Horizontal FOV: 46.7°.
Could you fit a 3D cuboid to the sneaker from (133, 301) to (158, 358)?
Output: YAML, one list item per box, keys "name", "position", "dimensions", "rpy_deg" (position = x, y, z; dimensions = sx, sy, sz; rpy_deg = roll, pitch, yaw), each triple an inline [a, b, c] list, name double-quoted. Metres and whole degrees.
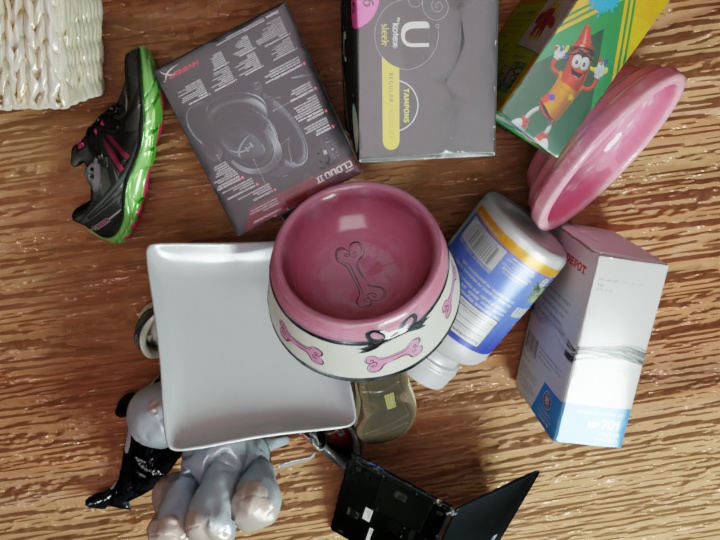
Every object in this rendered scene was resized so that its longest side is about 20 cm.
- name: "sneaker"
  position: [-0.151, 0.047, 0.893]
  dimensions: [0.196, 0.090, 0.069]
  rpy_deg: [-18, 106, 0]

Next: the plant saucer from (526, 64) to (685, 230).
- name: "plant saucer"
  position: [0.237, -0.129, 0.838]
  dimensions: [0.201, 0.200, 0.051]
  rpy_deg: [-46, 73, 8]

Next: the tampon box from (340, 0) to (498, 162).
- name: "tampon box"
  position: [0.048, -0.194, 0.784]
  dimensions: [0.123, 0.200, 0.154]
  rpy_deg: [-3, 106, -3]

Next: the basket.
- name: "basket"
  position: [-0.325, -0.244, 0.742]
  dimensions: [0.157, 0.199, 0.205]
  rpy_deg: [2, 106, -7]

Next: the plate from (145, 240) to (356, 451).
- name: "plate"
  position: [-0.112, 0.070, 0.839]
  dimensions: [0.196, 0.032, 0.204]
  rpy_deg: [-3, 71, -27]

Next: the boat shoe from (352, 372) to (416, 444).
- name: "boat shoe"
  position: [0.020, 0.118, 0.893]
  dimensions: [0.070, 0.077, 0.202]
  rpy_deg: [-13, 147, -10]

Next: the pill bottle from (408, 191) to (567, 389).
- name: "pill bottle"
  position: [0.118, 0.028, 0.892]
  dimensions: [0.111, 0.113, 0.201]
  rpy_deg: [32, 112, -12]

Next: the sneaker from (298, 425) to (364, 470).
- name: "sneaker"
  position: [-0.058, 0.143, 0.932]
  dimensions: [0.077, 0.082, 0.200]
  rpy_deg: [-42, 105, 8]

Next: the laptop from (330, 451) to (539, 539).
- name: "laptop"
  position: [0.081, 0.270, 0.972]
  dimensions: [0.197, 0.104, 0.179]
  rpy_deg: [25, 137, 12]

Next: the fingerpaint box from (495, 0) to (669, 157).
- name: "fingerpaint box"
  position: [0.184, -0.209, 0.791]
  dimensions: [0.073, 0.200, 0.168]
  rpy_deg: [32, 101, -12]

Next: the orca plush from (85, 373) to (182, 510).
- name: "orca plush"
  position: [-0.246, 0.201, 0.939]
  dimensions: [0.105, 0.071, 0.200]
  rpy_deg: [42, 99, -14]

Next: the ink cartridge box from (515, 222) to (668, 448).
- name: "ink cartridge box"
  position: [0.241, 0.064, 0.900]
  dimensions: [0.084, 0.147, 0.205]
  rpy_deg: [8, 105, -9]

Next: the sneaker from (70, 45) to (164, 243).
- name: "sneaker"
  position: [-0.249, -0.127, 0.844]
  dimensions: [0.082, 0.077, 0.204]
  rpy_deg: [14, 103, -12]

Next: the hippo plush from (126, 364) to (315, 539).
- name: "hippo plush"
  position: [-0.151, 0.173, 0.859]
  dimensions: [0.197, 0.158, 0.164]
  rpy_deg: [-26, 107, -26]

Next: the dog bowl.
- name: "dog bowl"
  position: [0.000, 0.000, 0.807]
  dimensions: [0.195, 0.204, 0.074]
  rpy_deg: [-11, 146, -1]

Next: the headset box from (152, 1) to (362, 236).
- name: "headset box"
  position: [-0.096, -0.145, 0.851]
  dimensions: [0.146, 0.077, 0.203]
  rpy_deg: [-26, 107, 3]
